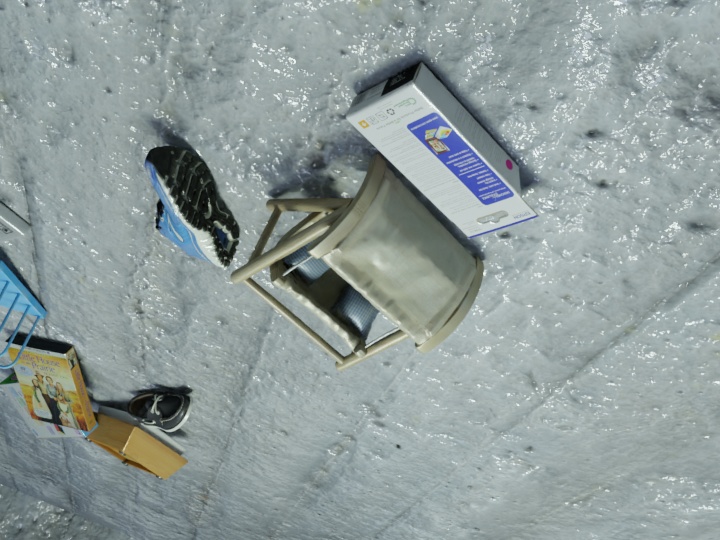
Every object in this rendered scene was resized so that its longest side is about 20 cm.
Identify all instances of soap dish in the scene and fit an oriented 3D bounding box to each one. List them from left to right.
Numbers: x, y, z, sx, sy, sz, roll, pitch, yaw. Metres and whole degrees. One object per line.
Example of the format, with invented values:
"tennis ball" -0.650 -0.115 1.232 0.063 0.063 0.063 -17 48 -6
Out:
"soap dish" -0.479 0.363 1.881 0.199 0.082 0.157 4 147 46

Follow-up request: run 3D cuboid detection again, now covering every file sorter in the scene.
"file sorter" -0.645 0.063 1.492 0.138 0.123 0.200 14 154 10

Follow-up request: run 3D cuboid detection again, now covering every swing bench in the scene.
"swing bench" 0.000 0.000 1.015 0.199 0.130 0.199 -15 133 44

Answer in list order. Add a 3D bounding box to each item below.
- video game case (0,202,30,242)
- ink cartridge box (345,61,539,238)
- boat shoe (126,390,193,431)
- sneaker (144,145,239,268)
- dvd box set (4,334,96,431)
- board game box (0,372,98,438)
"video game case" -0.618 -0.107 1.330 0.181 0.023 0.200 -9 139 40
"ink cartridge box" 0.085 -0.112 0.882 0.094 0.037 0.200 -17 130 45
"boat shoe" -0.387 0.264 1.716 0.060 0.074 0.199 33 156 -28
"sneaker" -0.221 -0.073 1.087 0.088 0.079 0.201 6 146 19
"dvd box set" -0.607 0.222 1.754 0.145 0.029 0.201 9 126 18
"board game box" -0.661 0.284 1.888 0.199 0.040 0.154 -9 116 40
